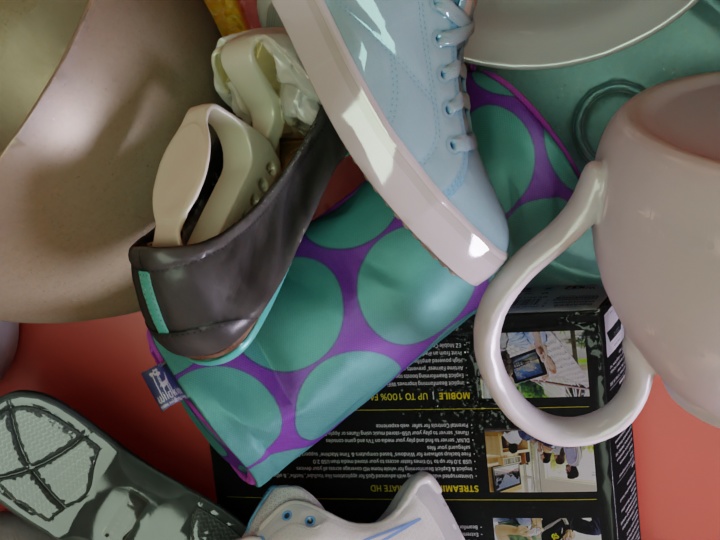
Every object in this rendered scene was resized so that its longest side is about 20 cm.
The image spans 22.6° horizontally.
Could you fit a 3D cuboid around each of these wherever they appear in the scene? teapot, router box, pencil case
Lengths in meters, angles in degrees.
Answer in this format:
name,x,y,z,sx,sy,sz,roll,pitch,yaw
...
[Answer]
name,x,y,z,sx,sy,sz,roll,pitch,yaw
teapot,0.178,0.009,0.717,0.199,0.197,0.148,17,117,37
router box,0.027,0.087,0.846,0.198,0.051,0.151,-2,102,20
pencil case,0.000,0.000,0.774,0.199,0.085,0.093,-38,83,-1

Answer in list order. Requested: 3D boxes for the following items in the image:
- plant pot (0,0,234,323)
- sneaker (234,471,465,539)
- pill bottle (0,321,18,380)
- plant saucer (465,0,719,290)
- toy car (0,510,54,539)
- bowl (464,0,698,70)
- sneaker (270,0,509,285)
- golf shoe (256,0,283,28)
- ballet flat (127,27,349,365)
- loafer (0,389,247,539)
name,x,y,z,sx,sy,sz,roll,pitch,yaw
plant pot,-0.126,-0.055,0.801,0.134,0.201,0.200,35,107,-32
sneaker,-0.044,0.143,0.795,0.198,0.075,0.087,-17,86,-13
pill bottle,-0.233,0.054,0.813,0.113,0.200,0.115,3,108,10
plant saucer,0.119,-0.067,0.825,0.198,0.036,0.202,2,103,8
toy car,-0.175,0.230,0.879,0.199,0.176,0.150,-29,139,29
bowl,0.070,-0.192,0.749,0.199,0.091,0.203,0,112,0
sneaker,0.019,-0.094,0.687,0.081,0.074,0.201,-28,97,13
golf shoe,-0.033,-0.199,0.813,0.096,0.078,0.202,13,99,24
ballet flat,-0.037,-0.054,0.732,0.067,0.201,0.069,-8,132,33
loafer,-0.097,0.127,0.851,0.200,0.063,0.072,43,87,-4
